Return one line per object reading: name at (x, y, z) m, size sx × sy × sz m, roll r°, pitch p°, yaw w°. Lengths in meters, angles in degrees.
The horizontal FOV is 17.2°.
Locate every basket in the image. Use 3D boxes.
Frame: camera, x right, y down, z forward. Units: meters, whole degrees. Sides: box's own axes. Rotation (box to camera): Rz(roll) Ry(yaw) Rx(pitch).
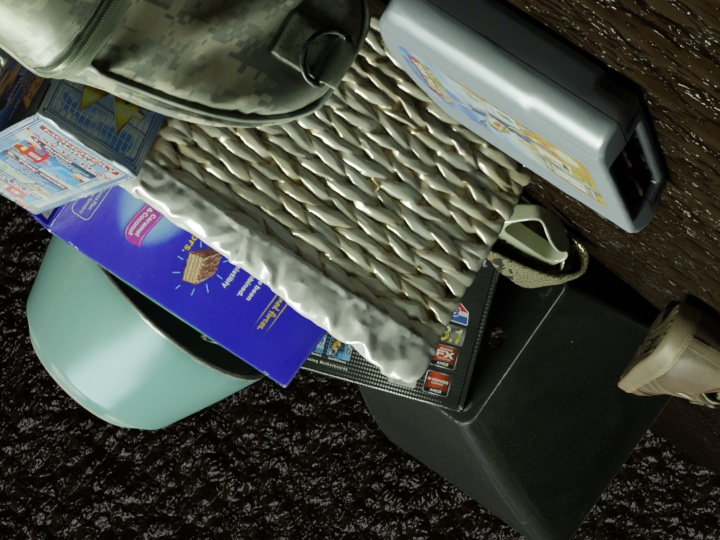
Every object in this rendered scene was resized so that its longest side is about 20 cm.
basket at (-0.026, -0.065, 1.311) m, size 0.199 × 0.161 × 0.198 m, roll 36°, pitch 178°, yaw -17°

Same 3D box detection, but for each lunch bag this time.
lunch bag at (-0.098, -0.140, 0.976) m, size 0.167 × 0.140 × 0.200 m, roll 36°, pitch 178°, yaw -30°

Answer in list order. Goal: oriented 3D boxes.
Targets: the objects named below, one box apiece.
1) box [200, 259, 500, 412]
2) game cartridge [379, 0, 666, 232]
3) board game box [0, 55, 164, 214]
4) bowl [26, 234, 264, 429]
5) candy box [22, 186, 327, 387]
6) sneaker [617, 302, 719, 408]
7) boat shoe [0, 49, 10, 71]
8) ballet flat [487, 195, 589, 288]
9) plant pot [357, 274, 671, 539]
box at (0.000, 0.000, 1.719) m, size 0.198 × 0.162 × 0.044 m, roll 16°, pitch 178°, yaw 5°
game cartridge at (0.075, -0.080, 1.099) m, size 0.133 × 0.042 × 0.200 m, roll 30°, pitch 177°, yaw 15°
board game box at (-0.127, -0.116, 1.217) m, size 0.061 × 0.201 × 0.200 m, roll 31°, pitch 180°, yaw -17°
bowl at (-0.175, 0.042, 1.800) m, size 0.200 × 0.105 × 0.201 m, roll 40°, pitch -163°, yaw -15°
candy box at (-0.082, -0.050, 1.493) m, size 0.199 × 0.170 × 0.077 m, roll 36°, pitch -179°, yaw -27°
sneaker at (0.229, 0.070, 1.650) m, size 0.075 × 0.071 × 0.200 m, roll 33°, pitch 179°, yaw 4°
boat shoe at (-0.243, -0.196, 1.669) m, size 0.060 × 0.202 × 0.076 m, roll -11°, pitch 169°, yaw 4°
ballet flat at (0.089, -0.041, 1.621) m, size 0.075 × 0.068 × 0.199 m, roll 1°, pitch 160°, yaw 45°
plant pot at (0.105, 0.065, 1.835) m, size 0.199 × 0.201 × 0.177 m, roll 34°, pitch 176°, yaw 35°
